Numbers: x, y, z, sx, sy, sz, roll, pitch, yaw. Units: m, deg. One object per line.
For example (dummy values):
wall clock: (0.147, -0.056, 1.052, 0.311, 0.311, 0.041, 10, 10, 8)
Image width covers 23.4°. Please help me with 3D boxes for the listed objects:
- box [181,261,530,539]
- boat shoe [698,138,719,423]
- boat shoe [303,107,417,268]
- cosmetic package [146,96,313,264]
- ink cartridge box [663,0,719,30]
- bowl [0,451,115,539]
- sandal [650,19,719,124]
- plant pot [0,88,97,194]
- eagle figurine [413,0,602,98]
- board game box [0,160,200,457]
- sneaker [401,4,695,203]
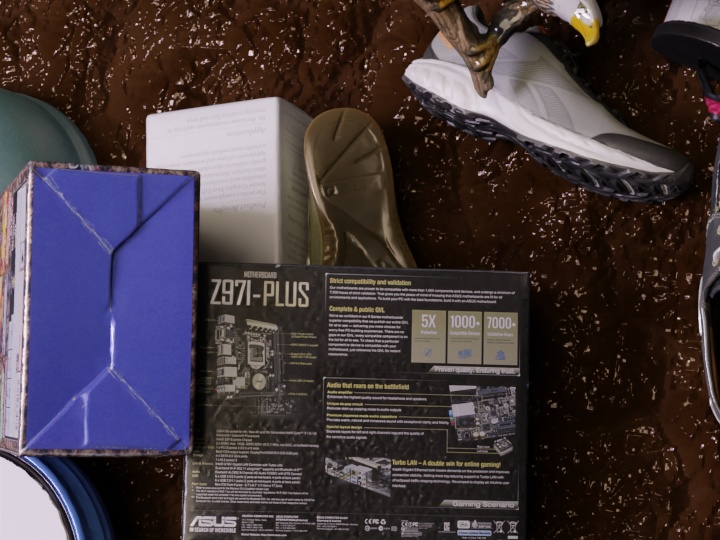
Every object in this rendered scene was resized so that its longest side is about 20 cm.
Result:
box: (-0.004, 0.082, 1.030, 0.199, 0.086, 0.165, 1, 83, -4)
boat shoe: (0.226, -0.005, 0.978, 0.071, 0.068, 0.201, 6, 100, 28)
boat shoe: (-0.003, 0.000, 1.117, 0.073, 0.063, 0.202, -9, 80, -6)
cosmetic package: (-0.082, -0.006, 1.139, 0.101, 0.074, 0.201, -5, 79, 22)
ink cartridge box: (0.281, -0.174, 1.022, 0.200, 0.050, 0.109, 18, 85, 51)
bowl: (-0.253, 0.202, 1.125, 0.200, 0.039, 0.202, -4, 78, 19)
sandal: (0.248, -0.087, 1.016, 0.200, 0.075, 0.045, 35, 92, 23)
plant pot: (-0.297, -0.044, 1.204, 0.199, 0.134, 0.201, -5, 77, 22)
eagle figurine: (0.129, -0.187, 1.005, 0.200, 0.152, 0.151, -33, 77, 15)
board game box: (-0.164, 0.028, 1.036, 0.096, 0.200, 0.160, 2, 86, -17)
sneaker: (0.120, -0.105, 1.075, 0.200, 0.074, 0.080, 30, 86, 26)
